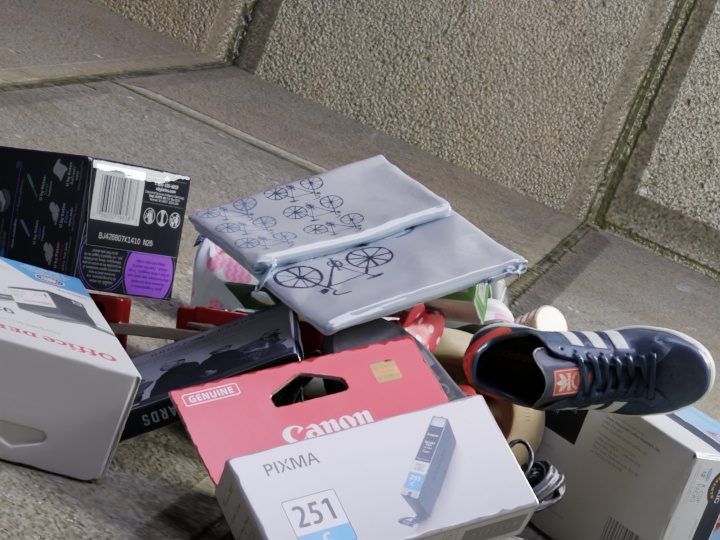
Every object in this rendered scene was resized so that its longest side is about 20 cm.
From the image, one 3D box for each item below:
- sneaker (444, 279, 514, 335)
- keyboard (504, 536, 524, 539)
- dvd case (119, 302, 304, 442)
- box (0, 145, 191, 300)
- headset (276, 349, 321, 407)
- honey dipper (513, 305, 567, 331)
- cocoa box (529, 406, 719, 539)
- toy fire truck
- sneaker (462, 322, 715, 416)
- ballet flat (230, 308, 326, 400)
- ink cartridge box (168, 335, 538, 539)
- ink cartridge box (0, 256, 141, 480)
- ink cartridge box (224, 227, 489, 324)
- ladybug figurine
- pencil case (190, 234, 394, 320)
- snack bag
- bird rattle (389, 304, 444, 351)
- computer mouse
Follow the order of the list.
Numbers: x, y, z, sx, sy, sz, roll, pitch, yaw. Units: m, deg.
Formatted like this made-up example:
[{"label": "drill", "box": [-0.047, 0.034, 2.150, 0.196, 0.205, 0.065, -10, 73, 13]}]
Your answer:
[{"label": "sneaker", "box": [0.071, 0.047, 1.955, 0.080, 0.087, 0.200, 22, -31, -30]}, {"label": "keyboard", "box": [0.060, 0.214, 1.562, 0.199, 0.021, 0.127, 18, 31, -31]}, {"label": "dvd case", "box": [-0.115, 0.074, 1.694, 0.149, 0.025, 0.200, -20, 9, 1]}, {"label": "box", "box": [-0.255, -0.044, 1.886, 0.199, 0.107, 0.122, 8, -1, 40]}, {"label": "headset", "box": [-0.023, 0.144, 1.623, 0.123, 0.094, 0.200, 17, 24, -28]}, {"label": "honey dipper", "box": [0.107, 0.075, 1.980, 0.038, 0.038, 0.200, 16, -25, -28]}, {"label": "cocoa box", "box": [0.227, 0.172, 1.883, 0.131, 0.134, 0.200, 12, 15, -42]}, {"label": "toy fire truck", "box": [-0.120, 0.054, 1.847, 0.198, 0.049, 0.141, 6, -1, 16]}, {"label": "sneaker", "box": [0.175, 0.082, 1.775, 0.198, 0.076, 0.084, 1, 8, 15]}, {"label": "ballet flat", "box": [-0.050, 0.097, 1.927, 0.199, 0.068, 0.062, 25, 40, 27]}, {"label": "ink cartridge box", "box": [-0.006, 0.119, 1.528, 0.199, 0.045, 0.177, -12, 57, -27]}, {"label": "ink cartridge box", "box": [-0.253, 0.057, 1.600, 0.144, 0.084, 0.200, 17, 13, -25]}, {"label": "ink cartridge box", "box": [0.000, 0.000, 1.801, 0.198, 0.060, 0.104, 4, -10, 7]}, {"label": "ladybug figurine", "box": [0.053, 0.116, 1.851, 0.199, 0.137, 0.072, 9, -14, -24]}, {"label": "pencil case", "box": [-0.058, 0.021, 2.079, 0.198, 0.084, 0.091, 14, 30, 10]}, {"label": "snack bag", "box": [-0.004, -0.022, 1.709, 0.187, 0.022, 0.200, -17, 34, -28]}, {"label": "bird rattle", "box": [0.050, 0.127, 1.751, 0.163, 0.112, 0.201, 47, 21, -43]}, {"label": "computer mouse", "box": [0.038, 0.118, 1.618, 0.138, 0.053, 0.200, -21, 62, -40]}]
